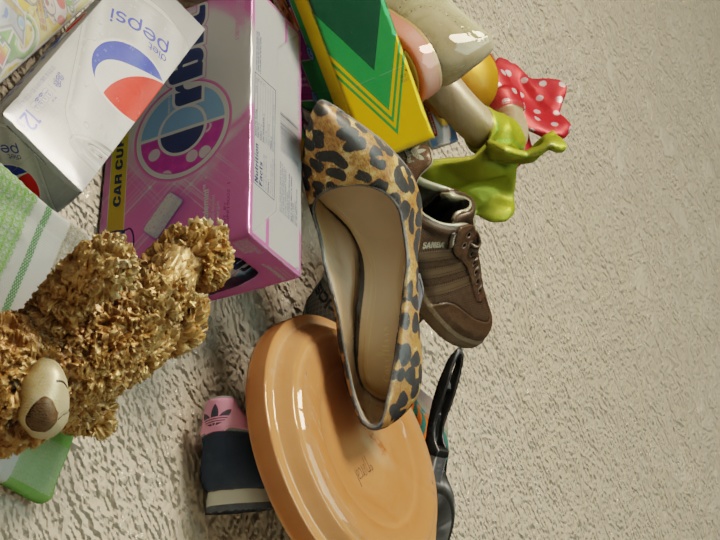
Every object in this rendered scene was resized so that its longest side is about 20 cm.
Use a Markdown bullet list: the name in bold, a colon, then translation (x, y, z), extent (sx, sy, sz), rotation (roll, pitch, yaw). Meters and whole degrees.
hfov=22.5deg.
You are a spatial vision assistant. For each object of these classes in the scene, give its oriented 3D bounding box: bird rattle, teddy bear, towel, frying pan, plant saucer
- **bird rattle**: translation (0.096, -0.135, 1.384), extent (0.163, 0.112, 0.200), rotation (48, 30, -17)
- **teddy bear**: translation (-0.137, 0.040, 0.958), extent (0.067, 0.145, 0.200), rotation (46, 25, 16)
- **towel**: translation (-0.205, 0.024, 0.965), extent (0.200, 0.031, 0.150), rotation (45, 61, -51)
- **frying pan**: translation (0.053, 0.165, 1.358), extent (0.190, 0.031, 0.115), rotation (-55, 139, -12)
- **plant saucer**: translation (-0.005, 0.123, 1.215), extent (0.200, 0.032, 0.201), rotation (41, 35, -38)

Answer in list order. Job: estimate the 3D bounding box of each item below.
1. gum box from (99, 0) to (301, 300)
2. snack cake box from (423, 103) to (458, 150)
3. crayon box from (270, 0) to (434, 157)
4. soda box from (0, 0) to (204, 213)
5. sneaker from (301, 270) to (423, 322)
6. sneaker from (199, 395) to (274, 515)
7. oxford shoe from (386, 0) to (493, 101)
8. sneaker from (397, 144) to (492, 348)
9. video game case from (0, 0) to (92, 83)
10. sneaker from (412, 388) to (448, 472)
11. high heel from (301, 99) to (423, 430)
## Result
- **gum box**: translation (-0.102, -0.072, 1.173), extent (0.066, 0.113, 0.201), rotation (41, 41, -51)
- **snack cake box**: translation (-0.010, -0.180, 1.430), extent (0.067, 0.115, 0.201), rotation (-23, 98, -65)
- **crayon box**: translation (-0.035, -0.166, 1.296), extent (0.173, 0.058, 0.200), rotation (68, -18, -12)
- **soda box**: translation (-0.167, -0.104, 1.077), extent (0.063, 0.068, 0.200), rotation (45, 36, -14)
- **sneaker**: translation (0.000, 0.032, 1.376), extent (0.074, 0.088, 0.200), rotation (37, 8, 11)
- **sneaker**: translation (-0.044, 0.118, 1.242), extent (0.200, 0.070, 0.082), rotation (2, 79, -66)
- **oxford shoe**: translation (0.022, -0.194, 1.312), extent (0.200, 0.074, 0.071), rotation (52, -23, 36)
- **sneaker**: translation (0.061, -0.014, 1.311), extent (0.200, 0.075, 0.071), rotation (46, 20, -45)
- **video game case**: translation (-0.241, -0.218, 1.070), extent (0.201, 0.023, 0.182), rotation (65, 26, -21)
- **sneaker**: translation (0.020, 0.129, 1.370), extent (0.200, 0.071, 0.080), rotation (34, 43, -56)
- **high heel**: translation (0.000, 0.000, 1.176), extent (0.143, 0.071, 0.201), rotation (-78, 153, -46)
